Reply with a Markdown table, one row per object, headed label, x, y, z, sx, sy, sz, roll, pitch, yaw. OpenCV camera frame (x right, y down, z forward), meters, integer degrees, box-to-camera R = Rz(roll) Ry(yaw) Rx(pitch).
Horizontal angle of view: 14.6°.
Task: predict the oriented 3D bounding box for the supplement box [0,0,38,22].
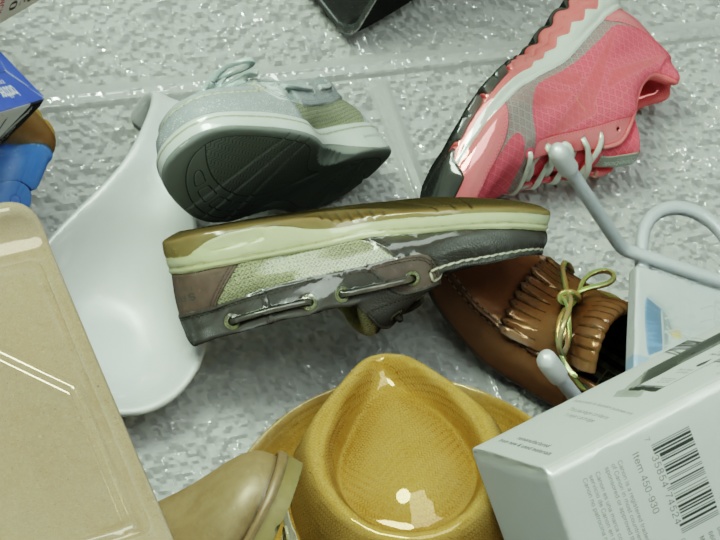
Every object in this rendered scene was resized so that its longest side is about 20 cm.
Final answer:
| label | x | y | z | sx | sy | sz | roll | pitch | yaw |
| --- | --- | --- | --- | --- | --- | --- | --- | --- | --- |
| supplement box | -0.251 | -0.141 | 1.276 | 0.200 | 0.074 | 0.126 | -35 | 74 | -33 |

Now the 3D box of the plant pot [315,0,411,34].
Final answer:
| label | x | y | z | sx | sy | sz | roll | pitch | yaw |
| --- | --- | --- | --- | --- | --- | --- | --- | --- | --- |
| plant pot | 0.037 | -0.286 | 1.577 | 0.177 | 0.200 | 0.200 | -23 | 67 | -41 |

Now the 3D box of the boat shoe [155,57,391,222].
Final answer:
| label | x | y | z | sx | sy | sz | roll | pitch | yaw |
| --- | --- | --- | --- | --- | --- | --- | --- | --- | --- |
| boat shoe | -0.051 | -0.071 | 1.424 | 0.065 | 0.074 | 0.202 | 57 | 23 | 13 |

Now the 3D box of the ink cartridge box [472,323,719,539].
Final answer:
| label | x | y | z | sx | sy | sz | roll | pitch | yaw |
| --- | --- | --- | --- | --- | --- | --- | --- | --- | --- |
| ink cartridge box | 0.172 | 0.109 | 1.290 | 0.199 | 0.083 | 0.147 | -24 | 103 | -20 |

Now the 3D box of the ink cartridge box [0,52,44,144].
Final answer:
| label | x | y | z | sx | sy | sz | roll | pitch | yaw |
| --- | --- | --- | --- | --- | --- | --- | --- | --- | --- |
| ink cartridge box | -0.236 | -0.021 | 1.280 | 0.200 | 0.094 | 0.044 | -43 | 91 | 10 |

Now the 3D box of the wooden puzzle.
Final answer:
| label | x | y | z | sx | sy | sz | roll | pitch | yaw |
| --- | --- | --- | --- | --- | --- | --- | --- | --- | --- |
| wooden puzzle | -0.193 | 0.077 | 1.190 | 0.184 | 0.037 | 0.201 | -14 | 63 | -20 |

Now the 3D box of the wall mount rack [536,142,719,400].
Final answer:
| label | x | y | z | sx | sy | sz | roll | pitch | yaw |
| --- | --- | --- | --- | --- | --- | --- | --- | --- | --- |
| wall mount rack | 0.151 | 0.030 | 1.383 | 0.173 | 0.075 | 0.201 | 17 | 56 | -19 |

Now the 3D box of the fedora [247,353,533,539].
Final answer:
| label | x | y | z | sx | sy | sz | roll | pitch | yaw |
| --- | --- | --- | --- | --- | --- | --- | --- | --- | --- |
| fedora | 0.021 | 0.105 | 1.342 | 0.199 | 0.082 | 0.201 | -2 | 43 | 2 |

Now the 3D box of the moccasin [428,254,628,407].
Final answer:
| label | x | y | z | sx | sy | sz | roll | pitch | yaw |
| --- | --- | --- | --- | --- | --- | --- | --- | --- | --- |
| moccasin | 0.120 | 0.039 | 1.456 | 0.201 | 0.078 | 0.074 | 42 | 55 | 10 |

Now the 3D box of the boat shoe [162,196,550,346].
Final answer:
| label | x | y | z | sx | sy | sz | roll | pitch | yaw |
| --- | --- | --- | --- | --- | --- | --- | --- | --- | --- |
| boat shoe | 0.000 | 0.000 | 1.410 | 0.199 | 0.073 | 0.065 | -6 | 95 | -12 |

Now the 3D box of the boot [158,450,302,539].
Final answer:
| label | x | y | z | sx | sy | sz | roll | pitch | yaw |
| --- | --- | --- | --- | --- | --- | --- | --- | --- | --- |
| boot | -0.150 | 0.101 | 1.253 | 0.200 | 0.175 | 0.066 | 35 | 22 | -12 |

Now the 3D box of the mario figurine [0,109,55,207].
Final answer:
| label | x | y | z | sx | sy | sz | roll | pitch | yaw |
| --- | --- | --- | --- | --- | --- | --- | --- | --- | --- |
| mario figurine | -0.206 | 0.008 | 1.337 | 0.105 | 0.124 | 0.201 | 11 | 62 | -7 |

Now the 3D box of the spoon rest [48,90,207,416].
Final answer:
| label | x | y | z | sx | sy | sz | roll | pitch | yaw |
| --- | --- | --- | --- | --- | --- | --- | --- | --- | --- |
| spoon rest | -0.115 | -0.014 | 1.422 | 0.099 | 0.061 | 0.201 | 17 | 54 | -7 |

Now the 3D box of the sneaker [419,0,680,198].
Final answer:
| label | x | y | z | sx | sy | sz | roll | pitch | yaw |
| --- | --- | --- | --- | --- | --- | --- | --- | --- | --- |
| sneaker | 0.109 | -0.080 | 1.533 | 0.087 | 0.074 | 0.200 | 38 | 54 | 6 |
